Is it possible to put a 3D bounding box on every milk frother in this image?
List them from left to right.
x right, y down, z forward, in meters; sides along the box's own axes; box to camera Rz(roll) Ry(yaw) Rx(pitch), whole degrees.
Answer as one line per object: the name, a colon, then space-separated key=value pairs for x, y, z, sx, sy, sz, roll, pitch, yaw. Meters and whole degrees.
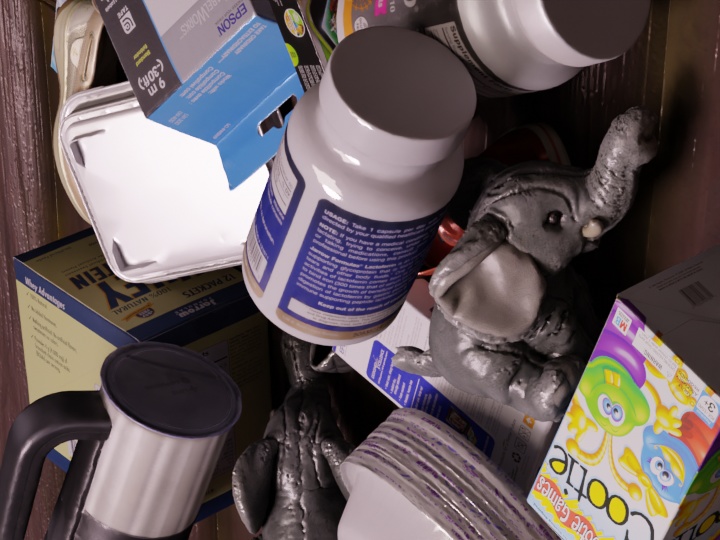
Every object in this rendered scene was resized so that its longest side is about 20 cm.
milk frother: x=-0.173 y=0.195 z=1.594 sx=0.200 sy=0.180 sz=0.189 roll=44 pitch=128 yaw=33

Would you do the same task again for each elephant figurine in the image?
elephant figurine: x=-0.045 y=0.170 z=1.626 sx=0.155 sy=0.141 sz=0.202 roll=22 pitch=127 yaw=49
elephant figurine: x=0.104 y=-0.015 z=1.328 sx=0.141 sy=0.154 sz=0.201 roll=39 pitch=149 yaw=48

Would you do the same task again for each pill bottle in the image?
pill bottle: x=0.000 y=-0.053 z=1.300 sx=0.116 sy=0.115 sz=0.201 roll=52 pitch=144 yaw=22
pill bottle: x=0.083 y=-0.167 z=1.300 sx=0.199 sy=0.116 sz=0.117 roll=-6 pitch=104 yaw=54

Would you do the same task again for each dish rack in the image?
dish rack: x=-0.146 y=-0.072 z=1.640 sx=0.198 sy=0.044 sz=0.173 roll=-11 pitch=109 yaw=26

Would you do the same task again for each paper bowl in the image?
paper bowl: x=0.062 y=0.204 z=1.482 sx=0.201 sy=0.104 sz=0.201 roll=44 pitch=165 yaw=14

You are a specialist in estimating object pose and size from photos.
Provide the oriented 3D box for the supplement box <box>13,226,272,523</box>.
supplement box: x=-0.188 y=0.088 z=1.794 sx=0.199 sy=0.134 sz=0.201 roll=28 pitch=130 yaw=42

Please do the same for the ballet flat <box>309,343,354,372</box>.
ballet flat: x=0.000 y=0.000 z=1.557 sx=0.066 sy=0.057 sz=0.201 roll=39 pitch=137 yaw=36

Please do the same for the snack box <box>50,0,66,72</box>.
snack box: x=-0.193 y=-0.169 z=1.744 sx=0.200 sy=0.037 sz=0.117 roll=44 pitch=139 yaw=31

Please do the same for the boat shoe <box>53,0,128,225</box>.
boat shoe: x=-0.210 y=-0.126 z=1.699 sx=0.065 sy=0.072 sz=0.202 roll=23 pitch=122 yaw=47

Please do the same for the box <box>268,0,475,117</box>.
box: x=-0.001 y=-0.169 z=1.389 sx=0.035 sy=0.110 sz=0.201 roll=4 pitch=123 yaw=51

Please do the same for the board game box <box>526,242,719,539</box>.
board game box: x=0.199 y=0.100 z=1.299 sx=0.103 sy=0.104 sz=0.201 roll=46 pitch=141 yaw=27

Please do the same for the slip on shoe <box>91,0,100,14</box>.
slip on shoe: x=-0.116 y=-0.210 z=1.576 sx=0.199 sy=0.060 sz=0.077 roll=3 pitch=84 yaw=34

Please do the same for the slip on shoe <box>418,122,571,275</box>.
slip on shoe: x=0.080 y=-0.042 z=1.422 sx=0.200 sy=0.061 sz=0.075 roll=-32 pitch=81 yaw=54

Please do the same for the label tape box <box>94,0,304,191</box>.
label tape box: x=-0.109 y=-0.177 z=1.481 sx=0.143 sy=0.066 sz=0.201 roll=-37 pitch=70 yaw=40

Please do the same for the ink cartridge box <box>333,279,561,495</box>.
ink cartridge box: x=0.065 y=0.077 z=1.502 sx=0.200 sy=0.037 sz=0.095 roll=37 pitch=137 yaw=25
